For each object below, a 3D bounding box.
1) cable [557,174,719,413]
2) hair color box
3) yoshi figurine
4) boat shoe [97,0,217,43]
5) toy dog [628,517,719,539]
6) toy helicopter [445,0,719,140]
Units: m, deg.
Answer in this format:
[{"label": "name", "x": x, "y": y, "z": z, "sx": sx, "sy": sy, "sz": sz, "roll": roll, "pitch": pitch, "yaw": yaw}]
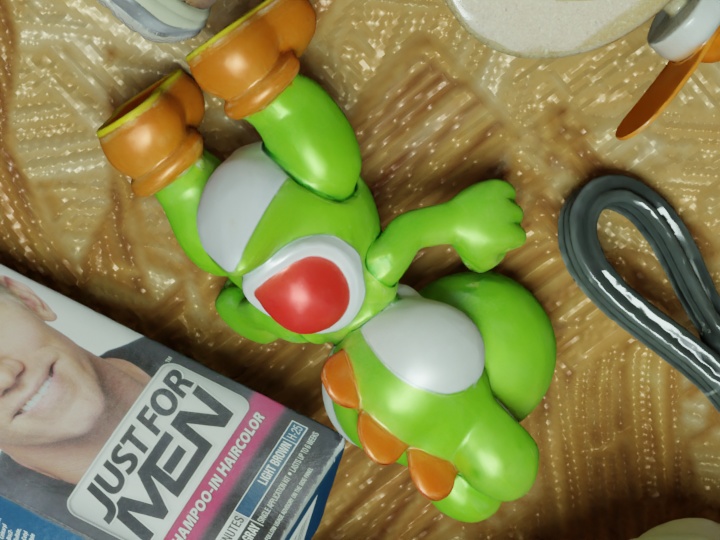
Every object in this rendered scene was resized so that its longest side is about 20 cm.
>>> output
[{"label": "cable", "x": 0.145, "y": 0.050, "z": 1.061, "sx": 0.200, "sy": 0.050, "sz": 0.097, "roll": 33, "pitch": 74, "yaw": -3}, {"label": "hair color box", "x": -0.117, "y": 0.066, "z": 1.045, "sx": 0.199, "sy": 0.100, "sz": 0.061, "roll": 25, "pitch": 135, "yaw": 8}, {"label": "yoshi figurine", "x": 0.002, "y": -0.003, "z": 1.050, "sx": 0.112, "sy": 0.112, "sz": 0.200, "roll": -38, "pitch": 95, "yaw": -15}, {"label": "boat shoe", "x": -0.108, "y": -0.169, "z": 0.986, "sx": 0.072, "sy": 0.076, "sz": 0.200, "roll": -39, "pitch": 115, "yaw": 16}, {"label": "toy dog", "x": 0.060, "y": 0.170, "z": 1.055, "sx": 0.199, "sy": 0.194, "sz": 0.140, "roll": -11, "pitch": 77, "yaw": 13}, {"label": "toy helicopter", "x": 0.120, "y": -0.132, "z": 0.978, "sx": 0.199, "sy": 0.079, "sz": 0.133, "roll": -24, "pitch": 104, "yaw": 2}]
